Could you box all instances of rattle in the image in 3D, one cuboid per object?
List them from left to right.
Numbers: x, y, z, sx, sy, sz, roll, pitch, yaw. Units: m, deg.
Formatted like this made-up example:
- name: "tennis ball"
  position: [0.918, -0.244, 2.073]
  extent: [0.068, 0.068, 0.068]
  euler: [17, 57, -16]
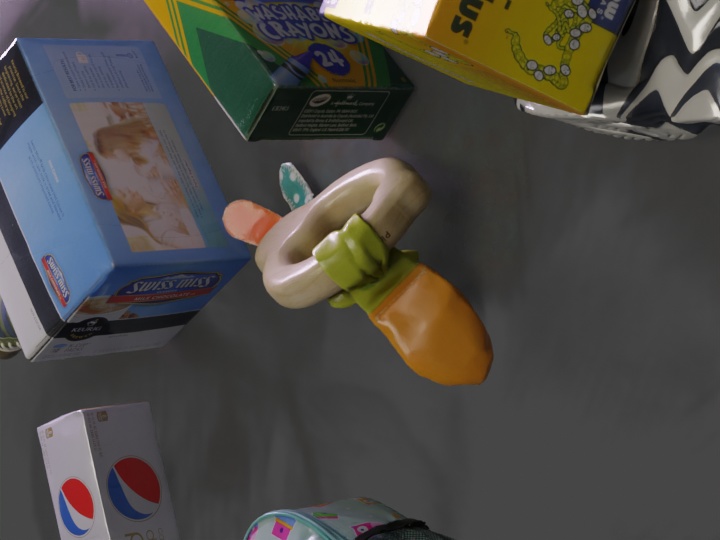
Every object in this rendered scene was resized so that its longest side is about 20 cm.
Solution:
- name: "rattle"
  position: [0.000, 0.000, 1.515]
  extent: [0.200, 0.143, 0.130]
  euler: [-10, 53, 61]

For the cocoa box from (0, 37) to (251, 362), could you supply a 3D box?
- name: "cocoa box"
  position: [-0.196, -0.055, 1.639]
  extent: [0.131, 0.133, 0.200]
  euler: [-43, 63, 39]

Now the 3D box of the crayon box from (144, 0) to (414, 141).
- name: "crayon box"
  position: [-0.070, -0.171, 1.503]
  extent: [0.200, 0.126, 0.052]
  euler: [53, 127, 30]

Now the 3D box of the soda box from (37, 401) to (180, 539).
- name: "soda box"
  position: [-0.181, 0.203, 1.690]
  extent: [0.064, 0.068, 0.200]
  euler: [-24, 76, 45]

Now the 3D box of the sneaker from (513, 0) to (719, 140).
- name: "sneaker"
  position: [0.172, -0.145, 1.294]
  extent: [0.199, 0.079, 0.130]
  euler: [5, 84, 58]

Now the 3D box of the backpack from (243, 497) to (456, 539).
- name: "backpack"
  position: [-0.005, 0.243, 1.456]
  extent: [0.200, 0.153, 0.176]
  euler: [31, 120, 48]

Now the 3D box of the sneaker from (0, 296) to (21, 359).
- name: "sneaker"
  position: [-0.266, 0.033, 1.776]
  extent: [0.200, 0.067, 0.090]
  euler: [33, 123, 40]

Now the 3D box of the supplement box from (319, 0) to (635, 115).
- name: "supplement box"
  position: [0.070, -0.169, 1.301]
  extent: [0.109, 0.109, 0.200]
  euler: [-67, 21, 2]
